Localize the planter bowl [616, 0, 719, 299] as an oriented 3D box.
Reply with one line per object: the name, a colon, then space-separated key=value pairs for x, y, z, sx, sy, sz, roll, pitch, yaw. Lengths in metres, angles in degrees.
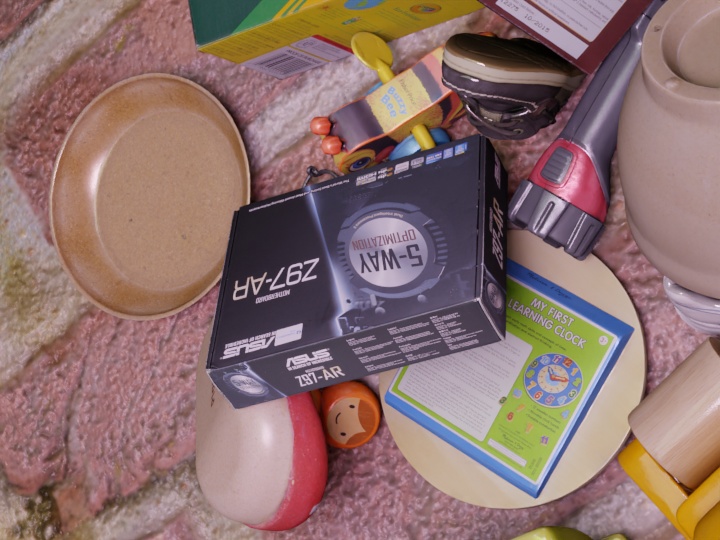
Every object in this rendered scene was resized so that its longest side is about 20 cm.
planter bowl: x=0.243 y=-0.100 z=0.955 sx=0.200 sy=0.135 sz=0.200 roll=-15 pitch=45 yaw=16

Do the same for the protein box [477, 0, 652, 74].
protein box: x=0.129 y=-0.281 z=1.047 sx=0.200 sy=0.135 sz=0.199 roll=-50 pitch=44 yaw=16

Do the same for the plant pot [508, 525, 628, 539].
plant pot: x=0.113 y=0.285 z=1.018 sx=0.200 sy=0.181 sz=0.199 roll=-31 pitch=73 yaw=23

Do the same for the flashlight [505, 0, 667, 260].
flashlight: x=0.175 y=-0.106 z=1.078 sx=0.068 sy=0.068 sz=0.200 roll=31 pitch=92 yaw=-9

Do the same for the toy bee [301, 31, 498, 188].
toy bee: x=0.020 y=-0.100 z=1.143 sx=0.131 sy=0.109 sz=0.200 roll=39 pitch=104 yaw=24

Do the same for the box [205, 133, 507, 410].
box: x=0.000 y=0.000 z=1.066 sx=0.200 sy=0.044 sz=0.160 roll=-15 pitch=42 yaw=21

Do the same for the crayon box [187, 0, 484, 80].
crayon box: x=-0.009 y=-0.202 z=1.156 sx=0.200 sy=0.127 sz=0.051 roll=-15 pitch=79 yaw=26

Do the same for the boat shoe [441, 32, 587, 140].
boat shoe: x=0.101 y=-0.117 z=1.050 sx=0.072 sy=0.201 sz=0.066 roll=25 pitch=106 yaw=17

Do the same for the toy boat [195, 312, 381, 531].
toy boat: x=-0.047 y=0.100 z=1.159 sx=0.200 sy=0.131 sz=0.131 roll=-96 pitch=25 yaw=-47

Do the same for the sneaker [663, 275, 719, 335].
sneaker: x=0.287 y=0.000 z=1.000 sx=0.200 sy=0.087 sz=0.075 roll=-18 pitch=77 yaw=25

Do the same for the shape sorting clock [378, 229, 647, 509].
shape sorting clock: x=0.106 y=0.069 z=1.119 sx=0.200 sy=0.039 sz=0.200 roll=-5 pitch=80 yaw=27

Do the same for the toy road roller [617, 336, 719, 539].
toy road roller: x=0.248 y=0.137 z=0.976 sx=0.123 sy=0.146 sz=0.200 roll=-48 pitch=66 yaw=17

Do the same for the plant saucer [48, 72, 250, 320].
plant saucer: x=-0.165 y=-0.058 z=1.280 sx=0.200 sy=0.035 sz=0.200 roll=-3 pitch=84 yaw=29
